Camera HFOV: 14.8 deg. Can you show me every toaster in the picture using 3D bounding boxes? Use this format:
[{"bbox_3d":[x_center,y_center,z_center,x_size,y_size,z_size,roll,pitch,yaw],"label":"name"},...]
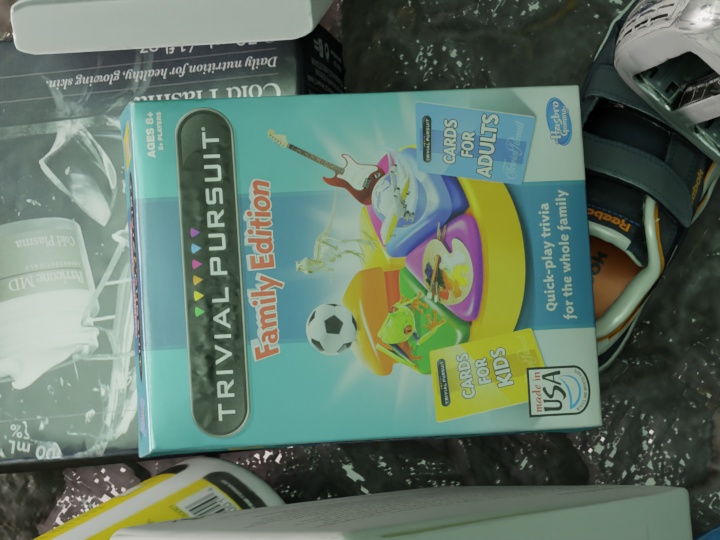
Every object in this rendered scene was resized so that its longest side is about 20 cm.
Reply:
[{"bbox_3d":[0.190,-0.119,1.206,0.114,0.200,0.129,42,82,-7],"label":"toaster"}]

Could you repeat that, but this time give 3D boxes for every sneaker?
[{"bbox_3d":[0.125,-0.045,1.283,0.078,0.079,0.201,19,87,12],"label":"sneaker"}]

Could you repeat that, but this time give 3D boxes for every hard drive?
[{"bbox_3d":[-0.071,-0.137,1.266,0.131,0.200,0.027,-3,108,10],"label":"hard drive"}]

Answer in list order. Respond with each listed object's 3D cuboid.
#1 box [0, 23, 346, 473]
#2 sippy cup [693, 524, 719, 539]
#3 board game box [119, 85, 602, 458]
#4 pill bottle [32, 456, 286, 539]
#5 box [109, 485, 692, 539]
[{"bbox_3d":[-0.106,-0.009,1.300,0.199,0.124,0.198,-6,86,10],"label":"box"},{"bbox_3d":[0.178,0.186,1.233,0.177,0.140,0.130,-30,68,-17],"label":"sippy cup"},{"bbox_3d":[0.000,0.000,1.204,0.199,0.047,0.152,-3,84,-11],"label":"board game box"},{"bbox_3d":[-0.122,0.171,1.238,0.114,0.200,0.115,25,126,38],"label":"pill bottle"},{"bbox_3d":[0.024,0.197,1.171,0.171,0.199,0.200,-6,89,51],"label":"box"}]
